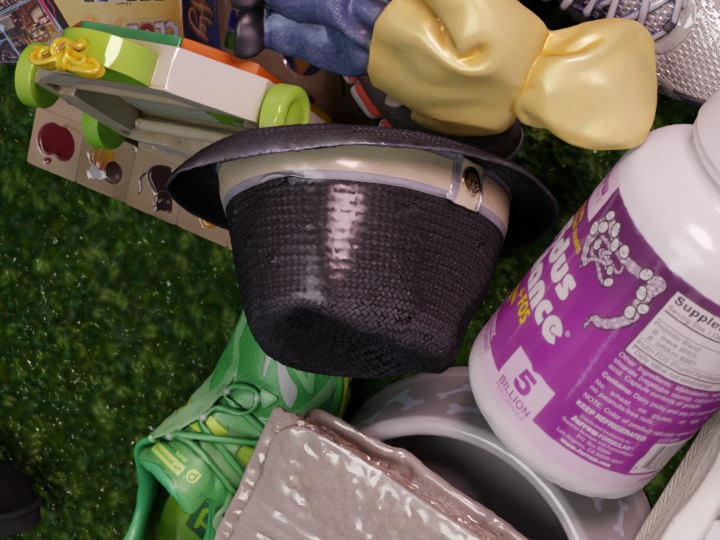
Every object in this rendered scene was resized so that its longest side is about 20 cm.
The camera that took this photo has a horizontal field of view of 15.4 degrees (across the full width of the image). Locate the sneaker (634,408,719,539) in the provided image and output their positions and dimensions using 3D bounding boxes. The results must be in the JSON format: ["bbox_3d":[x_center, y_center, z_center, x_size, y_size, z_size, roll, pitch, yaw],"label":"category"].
[{"bbox_3d":[0.201,0.099,1.270,0.084,0.075,0.201,27,110,-4],"label":"sneaker"}]

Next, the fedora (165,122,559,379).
[{"bbox_3d":[0.000,0.000,1.264,0.200,0.200,0.092,-6,72,29],"label":"fedora"}]

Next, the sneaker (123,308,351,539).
[{"bbox_3d":[-0.068,0.092,1.396,0.074,0.083,0.201,36,117,24],"label":"sneaker"}]

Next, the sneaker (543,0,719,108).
[{"bbox_3d":[0.105,-0.144,1.243,0.200,0.085,0.077,44,119,11],"label":"sneaker"}]

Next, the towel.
[{"bbox_3d":[0.017,0.164,1.334,0.200,0.034,0.133,34,118,16],"label":"towel"}]

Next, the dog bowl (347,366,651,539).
[{"bbox_3d":[0.052,0.152,1.364,0.199,0.059,0.201,7,105,26],"label":"dog bowl"}]

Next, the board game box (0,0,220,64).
[{"bbox_3d":[-0.169,-0.177,1.405,0.199,0.035,0.136,3,103,31],"label":"board game box"}]

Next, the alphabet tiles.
[{"bbox_3d":[-0.079,-0.100,1.399,0.199,0.008,0.168,23,112,21],"label":"alphabet tiles"}]

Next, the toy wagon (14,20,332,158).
[{"bbox_3d":[-0.091,-0.084,1.296,0.155,0.200,0.040,11,80,27],"label":"toy wagon"}]

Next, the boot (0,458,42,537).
[{"bbox_3d":[-0.269,0.059,1.509,0.197,0.073,0.163,9,104,27],"label":"boot"}]

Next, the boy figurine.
[{"bbox_3d":[0.040,-0.108,1.211,0.199,0.065,0.125,15,150,11],"label":"boy figurine"}]

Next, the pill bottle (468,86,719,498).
[{"bbox_3d":[0.145,0.004,1.236,0.112,0.112,0.200,45,123,11],"label":"pill bottle"}]

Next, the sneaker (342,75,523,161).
[{"bbox_3d":[0.024,-0.139,1.276,0.201,0.077,0.082,62,157,1],"label":"sneaker"}]
